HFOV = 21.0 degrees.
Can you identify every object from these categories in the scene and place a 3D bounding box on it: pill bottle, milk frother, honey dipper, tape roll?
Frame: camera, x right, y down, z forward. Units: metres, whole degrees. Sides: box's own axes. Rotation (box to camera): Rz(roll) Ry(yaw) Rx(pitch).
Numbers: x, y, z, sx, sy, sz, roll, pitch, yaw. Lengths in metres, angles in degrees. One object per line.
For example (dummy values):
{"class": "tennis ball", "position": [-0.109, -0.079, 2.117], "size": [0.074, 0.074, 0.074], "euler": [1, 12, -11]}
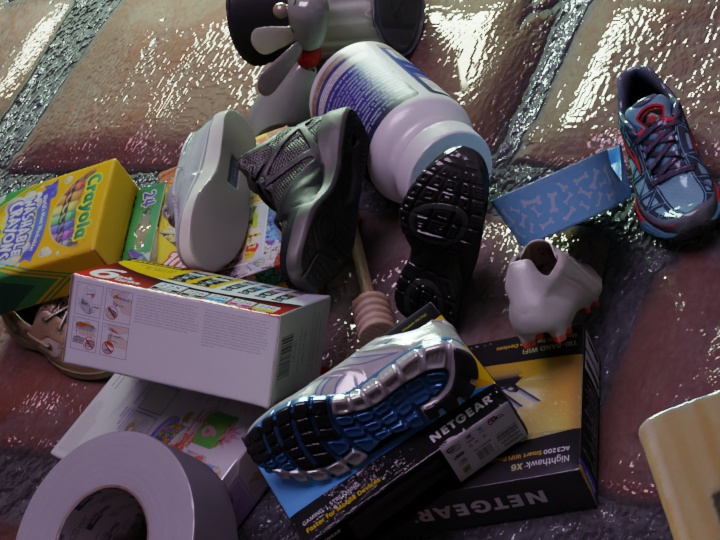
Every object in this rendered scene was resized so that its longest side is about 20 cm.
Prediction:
{"class": "pill bottle", "position": [0.040, -0.135, 1.891], "size": [0.115, 0.116, 0.200], "euler": [-35, 40, -7]}
{"class": "milk frother", "position": [-0.042, -0.335, 2.083], "size": [0.187, 0.201, 0.181], "euler": [-1, 44, 29]}
{"class": "honey dipper", "position": [0.000, 0.000, 1.839], "size": [0.038, 0.038, 0.201], "euler": [-23, 38, 6]}
{"class": "tape roll", "position": [-0.199, 0.240, 1.631], "size": [0.199, 0.066, 0.202], "euler": [-15, 61, 30]}

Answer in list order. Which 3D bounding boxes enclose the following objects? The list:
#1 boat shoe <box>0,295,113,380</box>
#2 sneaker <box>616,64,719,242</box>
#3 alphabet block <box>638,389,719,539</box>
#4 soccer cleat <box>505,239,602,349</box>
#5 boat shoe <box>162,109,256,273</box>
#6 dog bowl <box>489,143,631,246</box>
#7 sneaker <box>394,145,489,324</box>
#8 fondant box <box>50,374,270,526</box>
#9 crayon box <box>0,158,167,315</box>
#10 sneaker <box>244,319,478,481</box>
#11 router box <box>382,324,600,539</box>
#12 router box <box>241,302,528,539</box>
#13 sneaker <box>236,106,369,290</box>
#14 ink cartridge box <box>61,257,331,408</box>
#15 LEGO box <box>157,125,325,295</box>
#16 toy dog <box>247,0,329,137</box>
{"class": "boat shoe", "position": [-0.299, 0.054, 1.932], "size": [0.199, 0.065, 0.071], "euler": [14, 56, 39]}
{"class": "sneaker", "position": [0.265, -0.109, 1.749], "size": [0.079, 0.096, 0.201], "euler": [-23, 40, 8]}
{"class": "alphabet block", "position": [0.324, 0.197, 1.328], "size": [0.195, 0.196, 0.201], "euler": [-23, 41, 10]}
{"class": "soccer cleat", "position": [0.163, 0.007, 1.650], "size": [0.069, 0.078, 0.200], "euler": [-12, 8, 16]}
{"class": "boat shoe", "position": [-0.150, -0.067, 1.859], "size": [0.071, 0.070, 0.202], "euler": [-25, 38, 32]}
{"class": "dog bowl", "position": [0.182, -0.065, 1.709], "size": [0.111, 0.050, 0.200], "euler": [-24, -1, 16]}
{"class": "sneaker", "position": [0.078, -0.041, 1.724], "size": [0.075, 0.201, 0.091], "euler": [24, 47, 9]}
{"class": "fondant box", "position": [-0.163, 0.154, 1.757], "size": [0.199, 0.058, 0.145], "euler": [15, 57, 41]}
{"class": "crayon box", "position": [-0.297, -0.035, 1.927], "size": [0.199, 0.052, 0.126], "euler": [-15, 44, 22]}
{"class": "sneaker", "position": [0.000, 0.100, 1.556], "size": [0.199, 0.075, 0.087], "euler": [-24, 26, 7]}
{"class": "router box", "position": [0.100, 0.136, 1.627], "size": [0.198, 0.052, 0.158], "euler": [-12, 43, 19]}
{"class": "router box", "position": [0.017, 0.136, 1.592], "size": [0.199, 0.051, 0.149], "euler": [-35, 41, -3]}
{"class": "sneaker", "position": [-0.062, -0.058, 1.793], "size": [0.113, 0.076, 0.201], "euler": [-12, 50, 27]}
{"class": "ink cartridge box", "position": [-0.136, 0.049, 1.729], "size": [0.198, 0.085, 0.175], "euler": [11, 10, 17]}
{"class": "LEGO box", "position": [-0.119, -0.030, 1.905], "size": [0.148, 0.077, 0.201], "euler": [-20, 41, 12]}
{"class": "toy dog", "position": [-0.090, -0.194, 1.977], "size": [0.095, 0.202, 0.132], "euler": [4, 17, -8]}
